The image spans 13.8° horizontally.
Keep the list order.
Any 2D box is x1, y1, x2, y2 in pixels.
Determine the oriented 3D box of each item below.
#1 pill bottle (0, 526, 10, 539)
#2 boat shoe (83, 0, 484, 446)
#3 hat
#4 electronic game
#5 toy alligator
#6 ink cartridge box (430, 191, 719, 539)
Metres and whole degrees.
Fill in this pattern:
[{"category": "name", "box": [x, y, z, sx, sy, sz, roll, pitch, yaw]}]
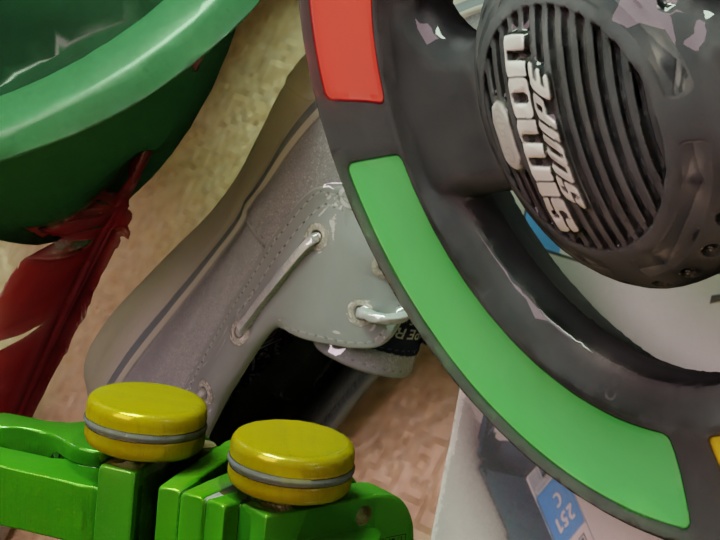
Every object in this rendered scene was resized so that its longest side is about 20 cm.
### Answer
[{"category": "pill bottle", "box": [-0.195, 0.030, 0.851, 0.114, 0.200, 0.115, -18, 58, 31]}, {"category": "boat shoe", "box": [-0.001, 0.000, 0.792, 0.201, 0.070, 0.072, -49, 54, 33]}, {"category": "hat", "box": [-0.070, -0.026, 0.829, 0.199, 0.176, 0.166, -23, 41, 7]}, {"category": "electronic game", "box": [0.054, -0.034, 0.613, 0.042, 0.201, 0.200, -26, 35, -33]}, {"category": "toy alligator", "box": [-0.055, 0.056, 0.743, 0.199, 0.054, 0.060, 13, 106, 27]}, {"category": "ink cartridge box", "box": [0.097, 0.048, 0.670, 0.176, 0.045, 0.201, 18, 101, 44]}]
